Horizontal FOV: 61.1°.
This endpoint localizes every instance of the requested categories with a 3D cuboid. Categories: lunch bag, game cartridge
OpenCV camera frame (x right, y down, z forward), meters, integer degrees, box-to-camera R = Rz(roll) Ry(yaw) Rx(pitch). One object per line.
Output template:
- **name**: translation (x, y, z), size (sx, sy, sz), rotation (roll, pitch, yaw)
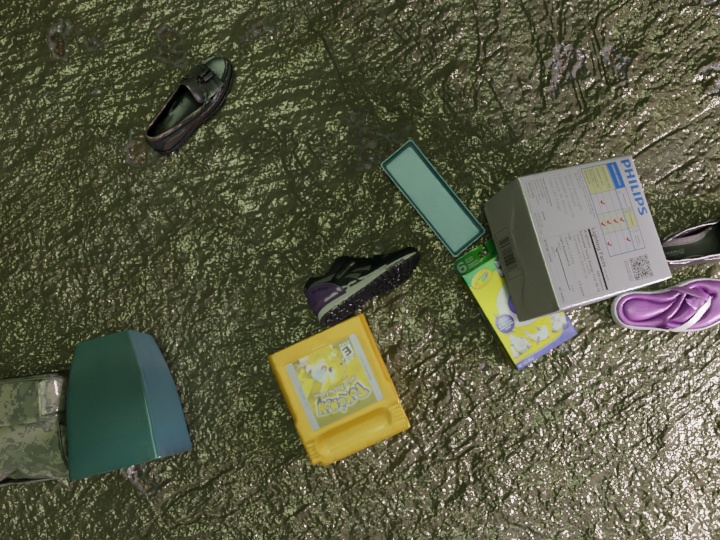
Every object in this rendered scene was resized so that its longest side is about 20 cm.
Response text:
- **lunch bag**: translation (-0.529, 0.252, 0.962), size (0.197, 0.139, 0.170), rotation (-8, 85, 3)
- **game cartridge**: translation (-0.036, 0.197, 0.998), size (0.174, 0.032, 0.202), rotation (-24, 84, 1)

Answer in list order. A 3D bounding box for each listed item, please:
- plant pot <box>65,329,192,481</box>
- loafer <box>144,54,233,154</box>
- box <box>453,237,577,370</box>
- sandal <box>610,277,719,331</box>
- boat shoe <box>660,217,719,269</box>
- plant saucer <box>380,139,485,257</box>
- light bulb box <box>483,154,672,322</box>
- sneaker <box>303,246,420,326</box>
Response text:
- **plant pot**: translation (-0.370, 0.204, 0.962), size (0.139, 0.141, 0.203), rotation (-14, 78, 2)
- **loafer**: translation (-0.287, -0.283, 1.026), size (0.072, 0.063, 0.201), rotation (37, 88, 4)
- **box**: translation (0.247, 0.044, 0.989), size (0.116, 0.048, 0.201), rotation (-31, 84, -1)
- **sandal**: translation (0.506, 0.061, 0.974), size (0.200, 0.050, 0.084), rotation (-10, 86, 2)
- **boat shoe**: translation (0.554, -0.044, 0.975), size (0.197, 0.057, 0.068), rotation (-16, 85, 1)
- **plant saucer**: translation (0.120, -0.120, 1.020), size (0.070, 0.019, 0.201), rotation (-38, 85, 0)
- **light bulb box**: translation (0.322, -0.047, 0.923), size (0.197, 0.125, 0.201), rotation (-13, 81, -16)
- **sneaker**: translation (0.000, 0.000, 0.991), size (0.198, 0.076, 0.088), rotation (-30, 65, -10)
